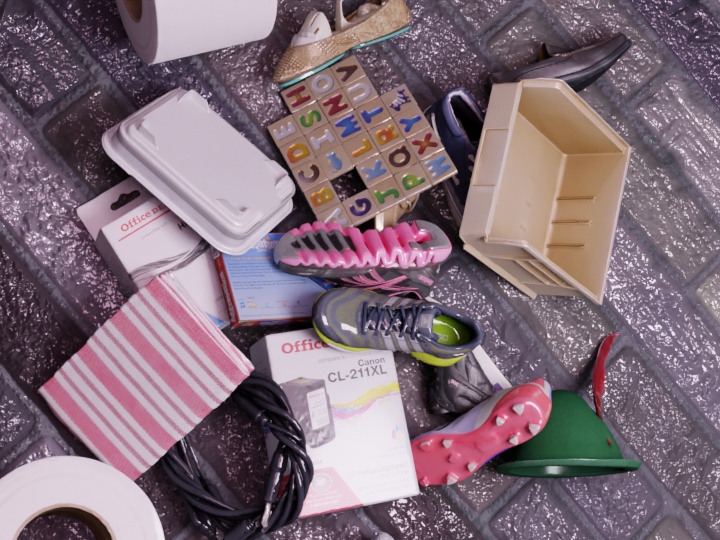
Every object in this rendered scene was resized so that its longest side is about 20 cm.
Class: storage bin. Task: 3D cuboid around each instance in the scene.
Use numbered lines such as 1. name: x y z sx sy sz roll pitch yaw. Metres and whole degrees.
1. storage bin: 0.213 -0.090 1.692 0.198 0.093 0.202 32 66 -49

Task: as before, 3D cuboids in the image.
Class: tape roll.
1. tape roll: -0.191 -0.340 1.616 0.138 0.203 0.204 -16 83 -18
2. tape roll: -0.304 0.293 1.482 0.201 0.139 0.205 4 76 -15

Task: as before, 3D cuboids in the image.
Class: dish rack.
1. dish rack: -0.167 -0.119 1.610 0.200 0.044 0.172 41 34 2

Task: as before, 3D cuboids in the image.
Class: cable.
1. cable: -0.136 0.186 1.562 0.163 0.051 0.201 -32 70 23

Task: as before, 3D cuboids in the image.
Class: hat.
1. hat: 0.231 0.140 1.665 0.164 0.200 0.178 0 78 0

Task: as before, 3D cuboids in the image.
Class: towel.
1. towel: -0.228 0.116 1.560 0.200 0.030 0.147 -42 89 11

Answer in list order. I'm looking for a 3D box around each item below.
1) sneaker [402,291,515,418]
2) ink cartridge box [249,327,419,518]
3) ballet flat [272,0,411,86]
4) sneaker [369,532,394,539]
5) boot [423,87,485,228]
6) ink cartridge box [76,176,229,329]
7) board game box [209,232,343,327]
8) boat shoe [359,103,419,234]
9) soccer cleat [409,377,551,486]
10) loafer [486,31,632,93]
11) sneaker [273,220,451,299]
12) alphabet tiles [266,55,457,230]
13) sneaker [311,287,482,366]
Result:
1. sneaker: 0.102 0.117 1.677 0.087 0.076 0.200 -41 91 -14
2. ink cartridge box: -0.031 0.163 1.620 0.145 0.083 0.202 -8 80 -18
3. ballet flat: -0.029 -0.282 1.725 0.199 0.070 0.066 -31 113 -28
4. sneaker: 0.016 0.394 1.586 0.114 0.075 0.201 33 68 -4
5. boot: 0.136 -0.113 1.726 0.072 0.090 0.201 -30 87 -20
6. ink cartridge box: -0.211 -0.018 1.616 0.116 0.068 0.201 -33 88 -21
7. board game box: -0.070 0.008 1.630 0.199 0.019 0.104 -2 69 -40
8. boat shoe: 0.040 -0.097 1.705 0.064 0.071 0.202 8 75 -14
9. soccer cleat: 0.128 0.180 1.633 0.067 0.199 0.077 54 31 -8
10. loafer: 0.245 -0.250 1.801 0.199 0.073 0.073 -31 83 -21
11. sneaker: 0.000 0.000 1.626 0.198 0.096 0.079 0 39 -14
12. alphabet tiles: -0.007 -0.152 1.687 0.166 0.008 0.201 -27 65 -4
13. sneaker: 0.043 0.054 1.580 0.198 0.081 0.075 8 75 -23
